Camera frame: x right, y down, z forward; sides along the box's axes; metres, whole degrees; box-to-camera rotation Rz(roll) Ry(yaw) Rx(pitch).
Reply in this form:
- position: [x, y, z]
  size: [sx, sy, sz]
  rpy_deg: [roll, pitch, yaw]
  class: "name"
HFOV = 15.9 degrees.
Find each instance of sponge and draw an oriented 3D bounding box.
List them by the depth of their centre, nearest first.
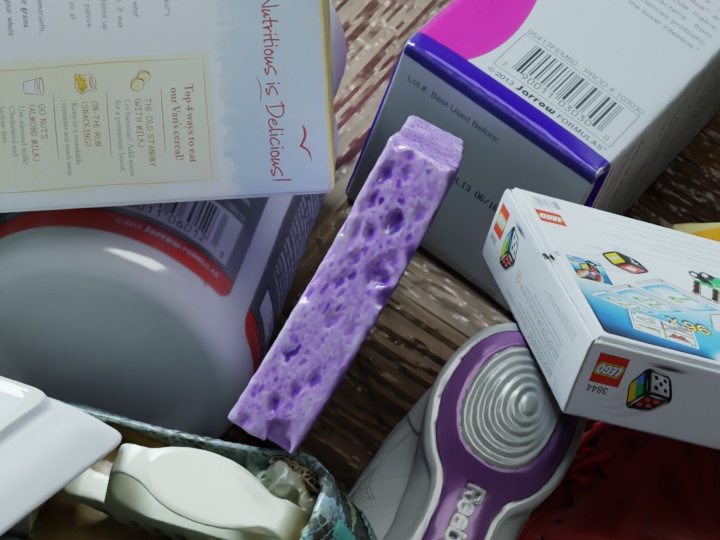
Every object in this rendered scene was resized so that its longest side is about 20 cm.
- position: [0.000, 0.000, 0.954]
  size: [0.030, 0.112, 0.200]
  rpy_deg: [29, 6, 1]
  class: "sponge"

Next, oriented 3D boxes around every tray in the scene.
- position: [-0.190, 0.041, 0.862]
  size: [0.200, 0.022, 0.107]
  rpy_deg: [16, 29, 22]
  class: "tray"

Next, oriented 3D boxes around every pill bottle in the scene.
- position: [-0.074, -0.032, 1.017]
  size: [0.116, 0.116, 0.200]
  rpy_deg: [22, 46, -2]
  class: "pill bottle"

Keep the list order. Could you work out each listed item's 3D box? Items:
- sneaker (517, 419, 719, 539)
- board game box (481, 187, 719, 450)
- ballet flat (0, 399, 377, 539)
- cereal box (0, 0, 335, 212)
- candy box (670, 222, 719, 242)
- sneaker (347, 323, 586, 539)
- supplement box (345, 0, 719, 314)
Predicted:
- position: [0.094, 0.073, 1.020]
  size: [0.115, 0.078, 0.200]
  rpy_deg: [-4, 51, -27]
  class: "sneaker"
- position: [0.154, 0.031, 0.973]
  size: [0.200, 0.035, 0.126]
  rpy_deg: [14, 23, -18]
  class: "board game box"
- position: [-0.089, 0.074, 0.903]
  size: [0.200, 0.074, 0.074]
  rpy_deg: [9, 43, 17]
  class: "ballet flat"
- position: [-0.111, -0.093, 0.901]
  size: [0.199, 0.144, 0.040]
  rpy_deg: [-3, 9, -1]
  class: "cereal box"
- position: [0.205, 0.069, 1.082]
  size: [0.115, 0.055, 0.200]
  rpy_deg: [-3, 52, -23]
  class: "candy box"
- position: [0.018, 0.116, 0.958]
  size: [0.075, 0.100, 0.200]
  rpy_deg: [36, 69, 1]
  class: "sneaker"
- position: [0.097, -0.086, 1.144]
  size: [0.101, 0.103, 0.200]
  rpy_deg: [36, 48, 12]
  class: "supplement box"
